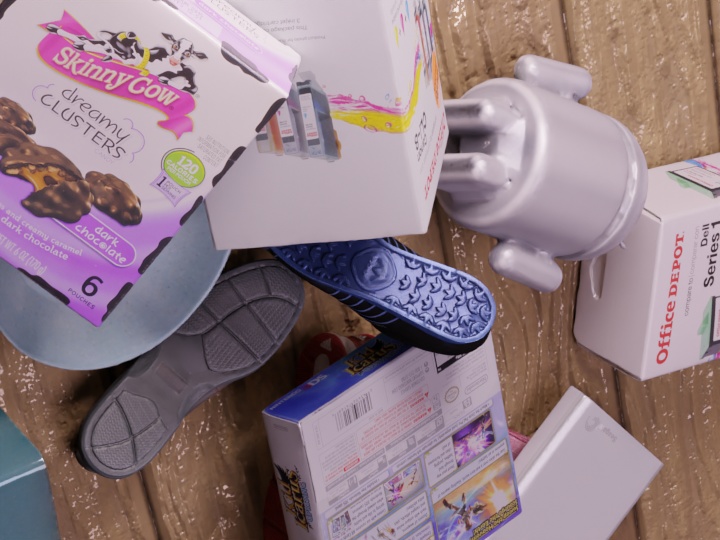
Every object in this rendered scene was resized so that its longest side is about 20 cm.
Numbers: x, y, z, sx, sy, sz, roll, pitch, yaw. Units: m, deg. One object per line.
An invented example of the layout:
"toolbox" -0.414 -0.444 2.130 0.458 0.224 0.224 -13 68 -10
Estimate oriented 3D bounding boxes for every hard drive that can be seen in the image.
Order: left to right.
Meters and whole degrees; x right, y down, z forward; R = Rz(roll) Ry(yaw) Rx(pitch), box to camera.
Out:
"hard drive" 0.148 0.204 2.042 0.200 0.026 0.132 -53 133 -3

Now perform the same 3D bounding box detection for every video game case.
"video game case" 0.026 0.139 1.834 0.200 0.045 0.182 -31 121 -37

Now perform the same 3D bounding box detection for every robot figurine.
"robot figurine" 0.132 -0.072 1.852 0.200 0.113 0.170 18 81 -43

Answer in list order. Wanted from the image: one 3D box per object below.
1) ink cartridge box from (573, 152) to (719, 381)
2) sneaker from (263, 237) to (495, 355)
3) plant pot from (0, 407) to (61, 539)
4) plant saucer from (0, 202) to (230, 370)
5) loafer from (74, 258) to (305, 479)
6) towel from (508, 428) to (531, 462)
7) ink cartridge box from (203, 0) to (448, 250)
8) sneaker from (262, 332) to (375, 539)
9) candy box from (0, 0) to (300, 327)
"ink cartridge box" 0.277 -0.009 2.026 0.200 0.084 0.145 -14 120 -34
"sneaker" 0.000 0.000 1.769 0.070 0.200 0.078 -57 178 -17
"plant pot" -0.307 0.180 1.609 0.200 0.141 0.142 -22 125 -22
"plant saucer" -0.171 -0.033 1.673 0.201 0.039 0.202 -20 124 -31
"loafer" -0.125 0.064 1.760 0.200 0.063 0.072 -43 102 -19
"towel" 0.105 0.230 2.053 0.144 0.023 0.200 25 95 -44
"ink cartridge box" -0.032 -0.134 1.616 0.144 0.145 0.201 -3 120 11
"sneaker" 0.002 0.143 1.884 0.115 0.078 0.201 -1 114 -38
"candy box" -0.162 -0.096 1.525 0.168 0.072 0.200 37 113 -11
